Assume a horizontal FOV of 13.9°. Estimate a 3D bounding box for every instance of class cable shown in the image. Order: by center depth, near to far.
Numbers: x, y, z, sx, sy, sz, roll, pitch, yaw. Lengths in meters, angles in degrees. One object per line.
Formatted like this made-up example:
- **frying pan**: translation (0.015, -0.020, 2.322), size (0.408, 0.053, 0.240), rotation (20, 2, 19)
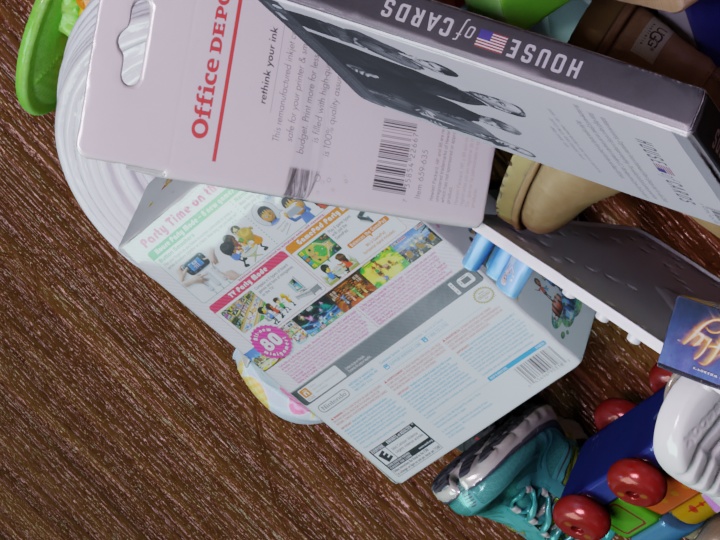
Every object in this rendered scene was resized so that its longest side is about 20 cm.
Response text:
- **cable**: translation (-0.067, -0.071, 1.555), size (0.199, 0.069, 0.200), rotation (22, 131, -4)

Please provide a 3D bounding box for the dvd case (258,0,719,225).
- **dvd case**: translation (0.067, -0.073, 1.234), size (0.200, 0.025, 0.150), rotation (20, 172, 22)

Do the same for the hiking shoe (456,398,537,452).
- **hiking shoe**: translation (0.057, 0.053, 1.765), size (0.101, 0.076, 0.200), rotation (37, 159, 13)

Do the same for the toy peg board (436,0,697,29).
- **toy peg board**: translation (0.028, -0.200, 1.246), size (0.199, 0.098, 0.200), rotation (19, 133, 46)

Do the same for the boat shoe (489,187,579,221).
- **boat shoe**: translation (0.058, -0.006, 1.659), size (0.062, 0.072, 0.200), rotation (55, 154, -19)

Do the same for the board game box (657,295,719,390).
- **board game box**: translation (0.243, 0.056, 1.310), size (0.135, 0.035, 0.200), rotation (20, -174, 40)

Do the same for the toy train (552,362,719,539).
- **toy train**: translation (0.199, 0.109, 1.620), size (0.116, 0.085, 0.200), rotation (31, 151, -9)

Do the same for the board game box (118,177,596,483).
- **board game box**: translation (0.000, 0.000, 1.504), size (0.200, 0.064, 0.147), rotation (41, 128, -17)

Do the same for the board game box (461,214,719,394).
- **board game box**: translation (0.167, 0.036, 1.431), size (0.200, 0.026, 0.200), rotation (34, -165, 25)

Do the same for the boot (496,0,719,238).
- **boot**: translation (0.167, -0.023, 1.330), size (0.200, 0.066, 0.175), rotation (33, 153, 8)

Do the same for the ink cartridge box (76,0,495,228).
- **ink cartridge box**: translation (-0.036, -0.092, 1.364), size (0.199, 0.116, 0.067), rotation (10, -179, -20)

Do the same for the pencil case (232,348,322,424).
- **pencil case**: translation (-0.027, 0.028, 1.863), size (0.091, 0.083, 0.200), rotation (27, 157, 1)

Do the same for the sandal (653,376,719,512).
- **sandal**: translation (0.198, 0.094, 1.533), size (0.050, 0.083, 0.203), rotation (27, 170, 36)

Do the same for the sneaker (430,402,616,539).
- **sneaker**: translation (0.107, 0.128, 1.728), size (0.080, 0.077, 0.200), rotation (59, -162, 17)

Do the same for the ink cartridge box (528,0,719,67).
- **ink cartridge box**: translation (0.133, -0.124, 1.341), size (0.200, 0.041, 0.200), rotation (24, 151, 42)

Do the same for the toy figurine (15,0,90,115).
- **toy figurine**: translation (-0.073, -0.134, 1.633), size (0.184, 0.150, 0.200), rotation (27, 136, 11)
